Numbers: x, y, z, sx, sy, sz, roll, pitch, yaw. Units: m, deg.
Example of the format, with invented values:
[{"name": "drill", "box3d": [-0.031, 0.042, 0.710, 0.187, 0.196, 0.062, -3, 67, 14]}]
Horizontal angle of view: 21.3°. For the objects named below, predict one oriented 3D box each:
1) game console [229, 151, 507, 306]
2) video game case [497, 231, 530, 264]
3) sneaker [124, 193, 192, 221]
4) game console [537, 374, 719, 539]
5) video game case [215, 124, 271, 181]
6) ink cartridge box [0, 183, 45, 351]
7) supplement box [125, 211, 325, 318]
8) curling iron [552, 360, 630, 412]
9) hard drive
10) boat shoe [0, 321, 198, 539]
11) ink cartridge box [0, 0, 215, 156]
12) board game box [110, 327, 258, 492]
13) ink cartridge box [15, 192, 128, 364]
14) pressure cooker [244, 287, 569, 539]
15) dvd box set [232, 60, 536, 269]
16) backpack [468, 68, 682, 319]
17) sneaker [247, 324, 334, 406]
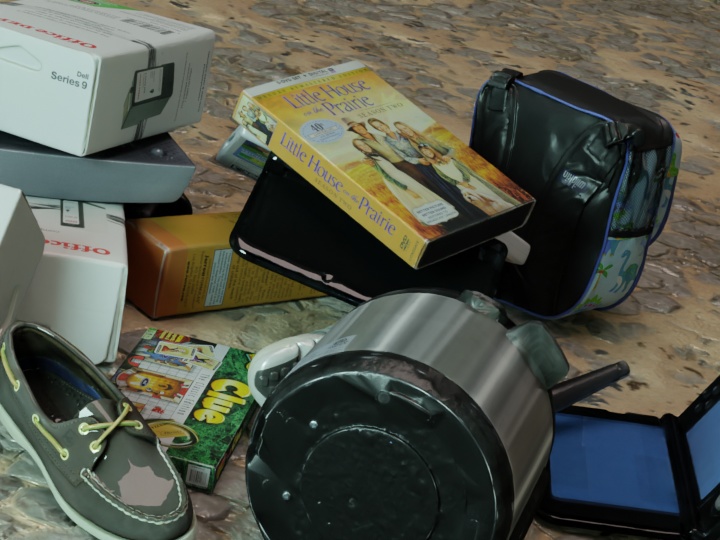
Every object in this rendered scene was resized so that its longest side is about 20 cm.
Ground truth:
[{"name": "game console", "box3d": [0.000, 0.000, 1.483, 0.199, 0.117, 0.176, 23, -20, -1]}, {"name": "video game case", "box3d": [0.024, -0.067, 1.641, 0.182, 0.023, 0.200, 17, -9, 43]}, {"name": "sneaker", "box3d": [-0.225, -0.054, 1.640, 0.099, 0.070, 0.200, 31, 28, 36]}, {"name": "game console", "box3d": [0.224, 0.112, 1.402, 0.116, 0.176, 0.200, 38, 18, -11]}, {"name": "video game case", "box3d": [-0.020, -0.068, 1.610, 0.199, 0.022, 0.182, 26, -8, -8]}, {"name": "ink cartridge box", "box3d": [-0.339, -0.004, 1.317, 0.199, 0.148, 0.086, 14, -21, 10]}, {"name": "supplement box", "box3d": [-0.104, -0.009, 1.598, 0.199, 0.069, 0.066, -8, 29, -39]}, {"name": "curling iron", "box3d": [0.121, 0.096, 1.435, 0.199, 0.050, 0.026, -12, -3, -25]}, {"name": "hard drive", "box3d": [-0.244, -0.095, 1.537, 0.199, 0.043, 0.135, 5, 19, -22]}, {"name": "boat shoe", "box3d": [-0.174, 0.106, 1.227, 0.072, 0.061, 0.201, -23, 45, -34]}, {"name": "ink cartridge box", "box3d": [-0.229, -0.163, 1.544, 0.145, 0.084, 0.200, 18, 18, 19]}, {"name": "board game box", "box3d": [-0.131, 0.096, 1.370, 0.104, 0.024, 0.200, 16, 21, 4]}, {"name": "ink cartridge box", "box3d": [-0.257, -0.011, 1.483, 0.145, 0.085, 0.200, 8, 19, -12]}, {"name": "pressure cooker", "box3d": [0.036, 0.103, 1.220, 0.175, 0.179, 0.200, 14, 21, 13]}, {"name": "dvd box set", "box3d": [0.019, -0.086, 1.467, 0.200, 0.029, 0.146, 41, 36, 24]}, {"name": "backpack", "box3d": [0.188, -0.064, 1.711, 0.183, 0.201, 0.147, 28, 23, 38]}, {"name": "sneaker", "box3d": [-0.022, 0.075, 1.429, 0.081, 0.076, 0.200, 18, 12, 37]}]
